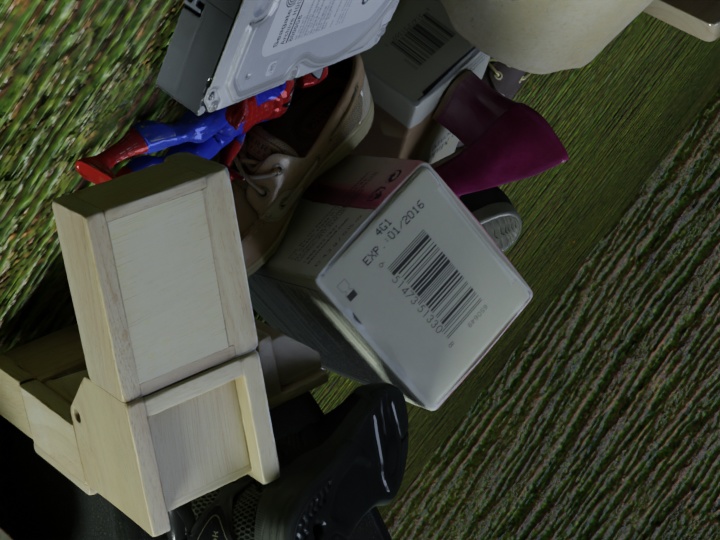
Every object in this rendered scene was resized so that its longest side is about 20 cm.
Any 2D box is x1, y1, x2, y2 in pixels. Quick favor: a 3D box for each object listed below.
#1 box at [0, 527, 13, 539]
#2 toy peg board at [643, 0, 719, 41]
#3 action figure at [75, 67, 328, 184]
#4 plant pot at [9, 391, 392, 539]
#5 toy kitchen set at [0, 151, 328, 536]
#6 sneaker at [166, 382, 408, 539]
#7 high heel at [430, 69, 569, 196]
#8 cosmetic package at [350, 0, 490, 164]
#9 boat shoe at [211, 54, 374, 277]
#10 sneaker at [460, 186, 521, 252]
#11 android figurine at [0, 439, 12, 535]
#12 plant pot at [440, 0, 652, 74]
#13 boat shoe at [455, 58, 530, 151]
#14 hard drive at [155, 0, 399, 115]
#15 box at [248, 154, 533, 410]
[{"bbox_3d":[-0.276,0.229,0.935,0.097,0.124,0.200,-40,164,-39],"label":"box"},{"bbox_3d":[0.221,-0.290,1.053,0.200,0.199,0.098,-45,151,-24],"label":"toy peg board"},{"bbox_3d":[-0.085,-0.084,0.889,0.200,0.052,0.066,-42,160,-39],"label":"action figure"},{"bbox_3d":[-0.114,0.149,0.971,0.200,0.199,0.178,-24,114,-33],"label":"plant pot"},{"bbox_3d":[-0.108,0.007,0.836,0.163,0.200,0.181,-23,117,-31],"label":"toy kitchen set"},{"bbox_3d":[-0.044,0.117,0.875,0.199,0.114,0.077,-40,126,-58],"label":"sneaker"},{"bbox_3d":[0.080,-0.051,1.100,0.067,0.096,0.200,-36,161,-44],"label":"high heel"},{"bbox_3d":[0.028,-0.112,1.131,0.105,0.071,0.200,-44,166,-27],"label":"cosmetic package"},{"bbox_3d":[-0.066,-0.067,0.964,0.200,0.071,0.065,-52,160,-22],"label":"boat shoe"},{"bbox_3d":[0.024,-0.031,1.249,0.199,0.106,0.075,-22,141,-12],"label":"sneaker"},{"bbox_3d":[-0.234,0.169,1.098,0.182,0.041,0.200,-50,167,-3],"label":"android figurine"},{"bbox_3d":[0.134,-0.228,0.926,0.200,0.200,0.184,-39,170,-40],"label":"plant pot"},{"bbox_3d":[0.112,-0.175,1.254,0.200,0.072,0.060,-48,162,-27],"label":"boat shoe"},{"bbox_3d":[-0.024,-0.173,0.846,0.200,0.038,0.140,-31,152,-54],"label":"hard drive"},{"bbox_3d":[0.000,0.000,1.024,0.109,0.128,0.200,-48,-156,-14],"label":"box"}]
